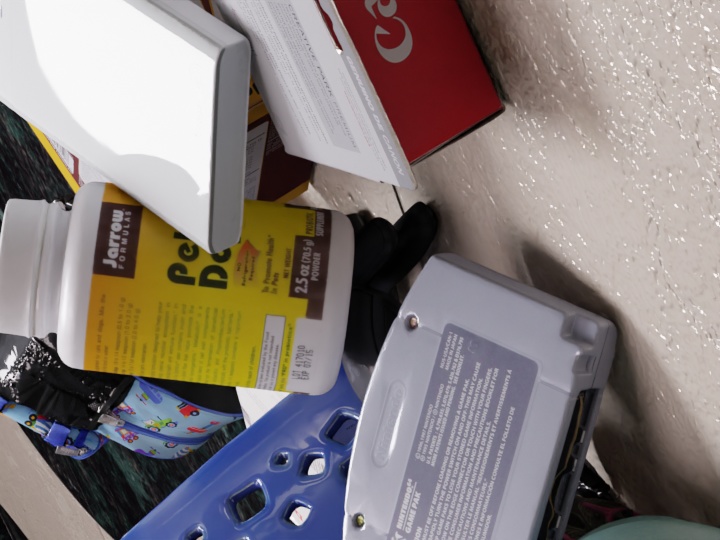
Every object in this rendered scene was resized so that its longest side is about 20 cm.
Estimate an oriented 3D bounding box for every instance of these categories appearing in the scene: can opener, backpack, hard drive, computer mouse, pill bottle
[{"bbox_3d":[0.000,0.000,1.611,0.079,0.063,0.200,58,164,4],"label":"can opener"},{"bbox_3d":[-0.180,0.064,2.000,0.200,0.135,0.183,29,-154,-19],"label":"backpack"},{"bbox_3d":[-0.137,-0.111,1.470,0.200,0.026,0.132,35,135,36],"label":"hard drive"},{"bbox_3d":[0.061,0.093,1.549,0.200,0.046,0.140,51,156,-15],"label":"computer mouse"},{"bbox_3d":[-0.107,0.008,1.517,0.109,0.199,0.110,-174,90,-86],"label":"pill bottle"}]

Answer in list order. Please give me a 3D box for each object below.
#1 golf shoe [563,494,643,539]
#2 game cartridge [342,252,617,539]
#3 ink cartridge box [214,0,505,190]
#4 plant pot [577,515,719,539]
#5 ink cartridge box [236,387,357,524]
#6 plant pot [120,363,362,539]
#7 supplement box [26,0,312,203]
[{"bbox_3d":[0.116,0.166,1.495,0.200,0.073,0.092,42,142,15],"label":"golf shoe"},{"bbox_3d":[0.057,0.099,1.433,0.133,0.041,0.201,23,105,32],"label":"game cartridge"},{"bbox_3d":[-0.013,-0.152,1.342,0.176,0.084,0.200,24,142,64],"label":"ink cartridge box"},{"bbox_3d":[0.153,0.208,1.357,0.134,0.200,0.201,-93,-20,-66],"label":"plant pot"},{"bbox_3d":[-0.017,0.107,1.814,0.147,0.083,0.200,45,159,37],"label":"ink cartridge box"},{"bbox_3d":[-0.003,0.210,1.653,0.200,0.200,0.180,49,-179,-41],"label":"plant pot"},{"bbox_3d":[-0.131,-0.133,1.635,0.197,0.133,0.200,55,163,14],"label":"supplement box"}]
